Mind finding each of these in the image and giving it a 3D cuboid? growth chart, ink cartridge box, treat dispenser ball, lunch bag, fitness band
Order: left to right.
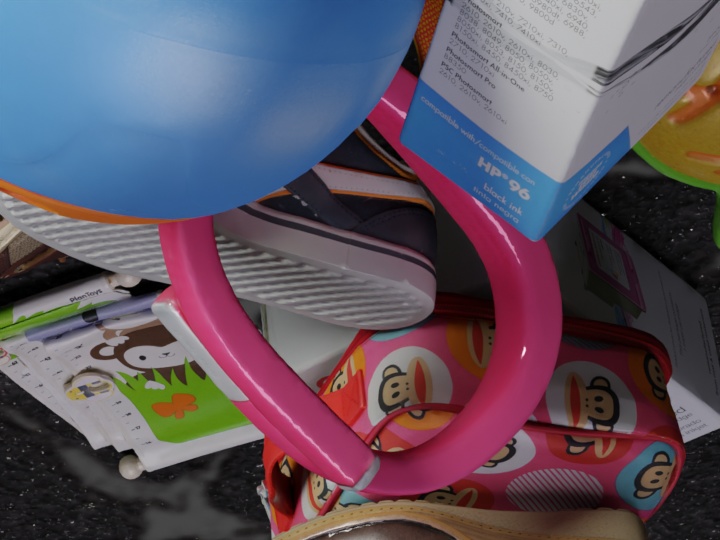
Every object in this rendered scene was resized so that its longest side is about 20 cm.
[{"bbox_3d":[-0.075,-0.115,0.770,0.200,0.202,0.201,-4,146,-3],"label":"treat dispenser ball"},{"bbox_3d":[-0.113,0.053,1.181,0.144,0.018,0.200,-22,144,21],"label":"growth chart"},{"bbox_3d":[0.000,0.000,0.906,0.200,0.144,0.037,48,158,-24],"label":"fitness band"},{"bbox_3d":[0.037,0.093,1.056,0.175,0.082,0.200,10,143,-19],"label":"lunch bag"},{"bbox_3d":[0.066,0.032,1.118,0.144,0.085,0.200,-27,140,28],"label":"ink cartridge box"},{"bbox_3d":[0.090,-0.114,0.759,0.068,0.116,0.200,38,148,13],"label":"ink cartridge box"}]

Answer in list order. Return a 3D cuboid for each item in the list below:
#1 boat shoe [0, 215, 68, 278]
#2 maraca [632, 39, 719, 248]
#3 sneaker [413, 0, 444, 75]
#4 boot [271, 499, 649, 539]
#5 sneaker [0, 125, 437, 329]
[{"bbox_3d":[-0.144,-0.027,1.011,0.200,0.072,0.072,-39,137,28],"label":"boat shoe"},{"bbox_3d":[0.168,-0.084,0.931,0.137,0.107,0.200,-33,132,6],"label":"maraca"},{"bbox_3d":[0.047,-0.128,0.891,0.077,0.073,0.201,30,135,21],"label":"sneaker"},{"bbox_3d":[0.039,0.184,0.976,0.199,0.167,0.072,-7,142,9],"label":"boot"},{"bbox_3d":[-0.058,-0.037,0.944,0.199,0.080,0.078,17,153,-29],"label":"sneaker"}]
